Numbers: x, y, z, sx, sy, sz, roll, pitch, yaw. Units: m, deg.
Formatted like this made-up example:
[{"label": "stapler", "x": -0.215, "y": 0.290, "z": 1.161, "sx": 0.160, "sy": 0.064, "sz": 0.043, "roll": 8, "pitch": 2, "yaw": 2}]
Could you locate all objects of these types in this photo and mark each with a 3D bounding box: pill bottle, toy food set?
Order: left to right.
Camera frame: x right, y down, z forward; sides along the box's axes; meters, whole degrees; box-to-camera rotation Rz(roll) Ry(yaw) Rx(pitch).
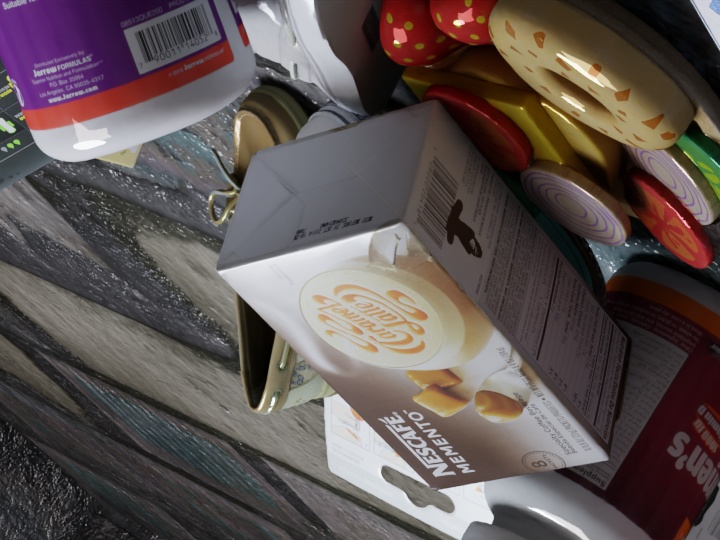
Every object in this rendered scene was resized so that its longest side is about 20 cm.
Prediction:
[{"label": "pill bottle", "x": -0.130, "y": -0.159, "z": 0.946, "sx": 0.112, "sy": 0.112, "sz": 0.201, "roll": 6, "pitch": 119, "yaw": 61}, {"label": "toy food set", "x": 0.094, "y": -0.073, "z": 0.955, "sx": 0.199, "sy": 0.049, "sz": 0.198, "roll": 19, "pitch": 158, "yaw": 45}, {"label": "pill bottle", "x": 0.135, "y": 0.104, "z": 1.116, "sx": 0.109, "sy": 0.201, "sz": 0.110, "roll": 31, "pitch": 165, "yaw": 9}]

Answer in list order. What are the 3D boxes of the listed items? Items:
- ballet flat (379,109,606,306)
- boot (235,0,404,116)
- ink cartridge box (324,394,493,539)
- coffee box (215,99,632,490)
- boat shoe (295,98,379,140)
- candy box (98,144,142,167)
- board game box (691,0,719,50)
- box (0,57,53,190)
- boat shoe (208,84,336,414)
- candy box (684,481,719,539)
[{"label": "ballet flat", "x": 0.063, "y": -0.029, "z": 1.153, "sx": 0.200, "sy": 0.068, "sz": 0.075, "roll": 35, "pitch": -172, "yaw": 21}, {"label": "boot", "x": -0.037, "y": -0.140, "z": 0.978, "sx": 0.095, "sy": 0.074, "sz": 0.200, "roll": 24, "pitch": 163, "yaw": 15}, {"label": "ink cartridge box", "x": 0.050, "y": 0.063, "z": 1.270, "sx": 0.160, "sy": 0.047, "sz": 0.201, "roll": 24, "pitch": 127, "yaw": 36}, {"label": "coffee box", "x": 0.037, "y": 0.018, "z": 1.030, "sx": 0.114, "sy": 0.080, "sz": 0.200, "roll": -12, "pitch": 136, "yaw": 33}, {"label": "boat shoe", "x": 0.000, "y": 0.000, "z": 1.123, "sx": 0.072, "sy": 0.066, "sz": 0.201, "roll": 29, "pitch": 148, "yaw": 34}, {"label": "candy box", "x": -0.232, "y": -0.130, "z": 1.250, "sx": 0.199, "sy": 0.056, "sz": 0.115, "roll": 15, "pitch": -161, "yaw": -29}, {"label": "board game box", "x": 0.234, "y": -0.049, "z": 0.746, "sx": 0.199, "sy": 0.041, "sz": 0.200, "roll": 21, "pitch": 160, "yaw": 43}, {"label": "box", "x": -0.218, "y": -0.160, "z": 1.059, "sx": 0.124, "sy": 0.149, "sz": 0.200, "roll": -27, "pitch": 138, "yaw": 21}, {"label": "boat shoe", "x": -0.051, "y": -0.011, "z": 1.256, "sx": 0.073, "sy": 0.062, "sz": 0.201, "roll": 9, "pitch": 113, "yaw": 54}, {"label": "candy box", "x": 0.248, "y": 0.207, "z": 1.462, "sx": 0.200, "sy": 0.061, "sz": 0.136, "roll": 43, "pitch": 162, "yaw": -31}]
